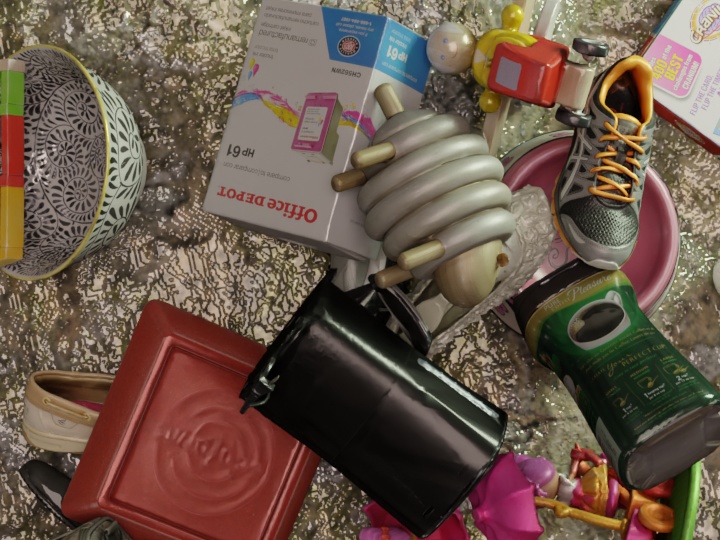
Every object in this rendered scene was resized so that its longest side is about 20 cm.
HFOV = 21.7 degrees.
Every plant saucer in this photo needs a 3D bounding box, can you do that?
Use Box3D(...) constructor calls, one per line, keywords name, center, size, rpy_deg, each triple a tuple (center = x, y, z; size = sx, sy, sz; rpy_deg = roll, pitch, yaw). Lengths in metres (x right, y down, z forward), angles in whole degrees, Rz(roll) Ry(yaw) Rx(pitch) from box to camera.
Box3D(name="plant saucer", center=(-0.128, 0.154, 1.608), size=(0.198, 0.037, 0.202), rpy_deg=(24, 87, -15))

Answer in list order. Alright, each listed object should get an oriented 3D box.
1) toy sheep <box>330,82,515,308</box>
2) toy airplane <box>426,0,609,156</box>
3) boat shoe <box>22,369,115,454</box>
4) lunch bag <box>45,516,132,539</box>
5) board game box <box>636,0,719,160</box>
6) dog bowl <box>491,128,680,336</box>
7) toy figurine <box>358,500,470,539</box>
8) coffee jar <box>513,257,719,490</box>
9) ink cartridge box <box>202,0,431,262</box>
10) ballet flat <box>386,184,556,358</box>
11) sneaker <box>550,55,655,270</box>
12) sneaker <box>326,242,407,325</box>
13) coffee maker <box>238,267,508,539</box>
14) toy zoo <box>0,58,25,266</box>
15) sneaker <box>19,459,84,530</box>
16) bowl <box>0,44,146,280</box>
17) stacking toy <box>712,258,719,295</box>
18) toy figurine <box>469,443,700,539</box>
Box3D(name="toy sheep", center=(0.056, -0.063, 1.537), size=(0.137, 0.138, 0.202), rpy_deg=(-22, 83, -4))
Box3D(name="toy airplane", center=(0.124, -0.186, 1.617), size=(0.140, 0.200, 0.202), rpy_deg=(10, 60, -7))
Box3D(name="boat shoe", center=(-0.198, 0.121, 1.638), size=(0.198, 0.074, 0.070), rpy_deg=(1, 122, -3))
Box3D(name="lunch bag", center=(-0.259, 0.312, 1.584), size=(0.199, 0.139, 0.169), rpy_deg=(-24, 90, 22))
Box3D(name="board game box", center=(0.358, -0.175, 1.704), size=(0.199, 0.040, 0.154), rpy_deg=(36, 87, -1))
Box3D(name="dog bowl", center=(0.196, -0.029, 1.674), size=(0.198, 0.074, 0.202), rpy_deg=(0, 87, -3))
Box3D(name="toy figurine", center=(0.045, 0.278, 1.617), size=(0.150, 0.199, 0.186), rpy_deg=(-28, 74, 34))
Box3D(name="coffee jar", center=(0.211, 0.078, 1.550), size=(0.104, 0.086, 0.201), rpy_deg=(-28, 51, -5))
Box3D(name="ink cartridge box", center=(-0.037, -0.123, 1.628), size=(0.144, 0.084, 0.202), rpy_deg=(14, 88, 35))
Box3D(name="ballet flat", center=(0.093, 0.012, 1.612), size=(0.072, 0.072, 0.200), rpy_deg=(42, 108, -1))
Box3D(name="sneaker", center=(0.211, -0.095, 1.588), size=(0.077, 0.077, 0.202), rpy_deg=(12, 62, -11))
Box3D(name="sneaker", center=(0.000, 0.000, 1.672), size=(0.079, 0.074, 0.202), rpy_deg=(20, 93, 29))
Box3D(name="coffee maker", center=(0.007, 0.122, 1.535), size=(0.199, 0.135, 0.192), rpy_deg=(37, 43, -3))
Box3D(name="toy zoo", center=(-0.341, -0.078, 1.631), size=(0.130, 0.020, 0.202), rpy_deg=(-2, 87, 41))
Box3D(name="sneaker", center=(-0.204, 0.209, 1.648), size=(0.199, 0.074, 0.089), rpy_deg=(35, 85, -12))
Box3D(name="bowl", center=(-0.248, -0.090, 1.626), size=(0.094, 0.199, 0.203), rpy_deg=(3, 86, -47))
Box3D(name="stacking toy", center=(0.399, 0.050, 1.669), size=(0.199, 0.146, 0.147), rpy_deg=(34, 87, 14))
Box3D(name="toy figurine", center=(0.186, 0.195, 1.611), size=(0.182, 0.200, 0.151), rpy_deg=(13, 116, 4))
